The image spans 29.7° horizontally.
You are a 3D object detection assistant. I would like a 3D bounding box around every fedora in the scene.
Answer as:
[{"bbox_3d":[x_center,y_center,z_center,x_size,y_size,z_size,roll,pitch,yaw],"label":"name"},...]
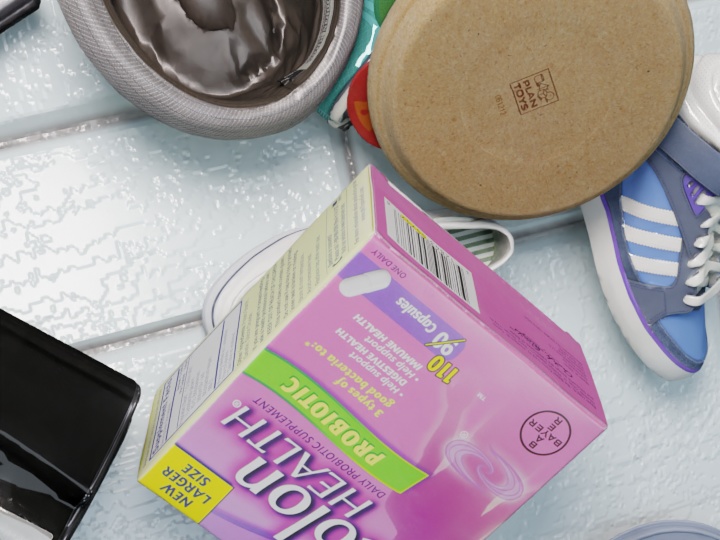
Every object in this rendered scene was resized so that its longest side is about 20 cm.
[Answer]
[{"bbox_3d":[-0.092,-0.173,0.778,0.177,0.090,0.200,-44,108,-12],"label":"fedora"}]

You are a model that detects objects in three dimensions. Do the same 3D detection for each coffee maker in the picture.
[{"bbox_3d":[-0.221,0.052,0.719,0.199,0.134,0.193,33,81,-18],"label":"coffee maker"}]

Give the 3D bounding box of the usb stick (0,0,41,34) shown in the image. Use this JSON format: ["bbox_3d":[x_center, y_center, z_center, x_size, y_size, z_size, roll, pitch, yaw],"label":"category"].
[{"bbox_3d":[-0.266,-0.113,0.745,0.199,0.033,0.056,-39,71,-14],"label":"usb stick"}]

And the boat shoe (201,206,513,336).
[{"bbox_3d":[0.000,0.000,0.828,0.198,0.067,0.074,-22,99,-17],"label":"boat shoe"}]

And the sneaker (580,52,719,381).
[{"bbox_3d":[0.223,-0.036,0.858,0.080,0.145,0.202,-27,98,-53],"label":"sneaker"}]

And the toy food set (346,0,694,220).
[{"bbox_3d":[0.093,-0.115,0.779,0.197,0.049,0.200,-34,125,16],"label":"toy food set"}]

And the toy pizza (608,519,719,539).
[{"bbox_3d":[0.205,0.270,0.928,0.198,0.032,0.203,0,91,-19],"label":"toy pizza"}]

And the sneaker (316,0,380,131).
[{"bbox_3d":[0.015,-0.181,0.837,0.079,0.078,0.202,23,82,3],"label":"sneaker"}]

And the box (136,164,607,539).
[{"bbox_3d":[0.004,0.079,0.773,0.175,0.097,0.200,39,109,-18],"label":"box"}]
